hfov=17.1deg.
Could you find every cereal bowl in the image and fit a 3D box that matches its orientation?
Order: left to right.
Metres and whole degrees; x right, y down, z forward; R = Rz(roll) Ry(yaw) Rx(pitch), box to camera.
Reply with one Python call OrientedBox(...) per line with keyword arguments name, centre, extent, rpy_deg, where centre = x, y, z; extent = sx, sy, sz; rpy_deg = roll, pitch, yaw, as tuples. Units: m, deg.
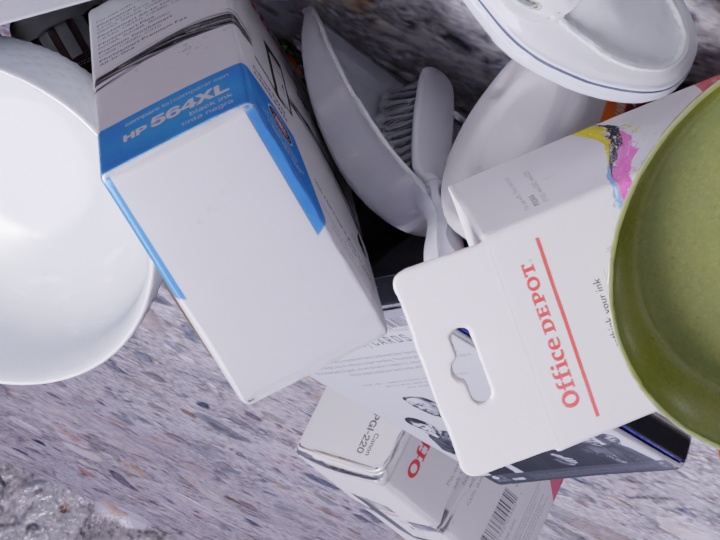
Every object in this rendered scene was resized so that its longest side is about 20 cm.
OrientedBox(name="cereal bowl", centre=(-0.191, -0.041, 1.296), extent=(0.200, 0.083, 0.200), rpy_deg=(8, 120, 15))

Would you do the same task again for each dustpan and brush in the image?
OrientedBox(name="dustpan and brush", centre=(0.031, -0.048, 1.202), extent=(0.139, 0.200, 0.057), rpy_deg=(34, 128, -28))

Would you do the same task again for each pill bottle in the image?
OrientedBox(name="pill bottle", centre=(0.149, -0.020, 1.157), extent=(0.200, 0.114, 0.114), rpy_deg=(31, 164, -22))

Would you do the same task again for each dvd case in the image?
OrientedBox(name="dvd case", centre=(0.054, 0.060, 1.263), extent=(0.200, 0.025, 0.150), rpy_deg=(32, 155, -31))

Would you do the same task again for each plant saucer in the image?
OrientedBox(name="plant saucer", centre=(0.197, -0.013, 1.016), extent=(0.200, 0.200, 0.031), rpy_deg=(32, -167, -24))

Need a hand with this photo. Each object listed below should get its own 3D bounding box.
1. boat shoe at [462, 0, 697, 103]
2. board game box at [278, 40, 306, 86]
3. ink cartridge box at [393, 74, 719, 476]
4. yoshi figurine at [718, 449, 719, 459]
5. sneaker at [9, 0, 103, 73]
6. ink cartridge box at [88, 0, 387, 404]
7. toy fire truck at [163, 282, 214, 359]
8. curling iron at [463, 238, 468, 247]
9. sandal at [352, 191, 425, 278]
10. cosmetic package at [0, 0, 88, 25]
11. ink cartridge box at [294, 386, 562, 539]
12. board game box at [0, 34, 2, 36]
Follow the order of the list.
OrientedBox(name="boat shoe", centre=(0.070, -0.134, 0.975), extent=(0.200, 0.074, 0.067), rpy_deg=(33, 166, -23))
OrientedBox(name="board game box", centre=(-0.055, -0.089, 1.422), extent=(0.105, 0.023, 0.200), rpy_deg=(15, 161, 26))
OrientedBox(name="ink cartridge box", centre=(0.116, -0.001, 1.059), extent=(0.068, 0.200, 0.117), rpy_deg=(-117, 6, -64))
OrientedBox(name="yoshi figurine", centre=(0.140, 0.035, 1.273), extent=(0.200, 0.112, 0.112), rpy_deg=(40, -157, 7))
OrientedBox(name="sneaker", centre=(-0.143, -0.075, 1.421), extent=(0.116, 0.076, 0.200), rpy_deg=(59, -179, 27))
OrientedBox(name="ink cartridge box", centre=(-0.064, -0.053, 1.191), extent=(0.146, 0.084, 0.200), rpy_deg=(59, -171, -29))
OrientedBox(name="toy fire truck", centre=(-0.182, -0.029, 1.671), extent=(0.200, 0.129, 0.176), rpy_deg=(11, 162, 8))
OrientedBox(name="curling iron", centre=(0.000, 0.000, 1.323), extent=(0.200, 0.026, 0.050), rpy_deg=(-15, 125, 44))
OrientedBox(name="sandal", centre=(-0.016, -0.040, 1.314), extent=(0.043, 0.076, 0.200), rpy_deg=(55, 169, -24))
OrientedBox(name="cosmetic package", centre=(-0.217, -0.143, 1.213), extent=(0.151, 0.200, 0.052), rpy_deg=(-1, 106, 56))
OrientedBox(name="ink cartridge box", centre=(0.061, 0.115, 1.680), extent=(0.085, 0.146, 0.200), rpy_deg=(14, 161, 38))
OrientedBox(name="board game box", centre=(-0.240, -0.083, 1.395), extent=(0.200, 0.105, 0.103), rpy_deg=(60, 169, -19))
